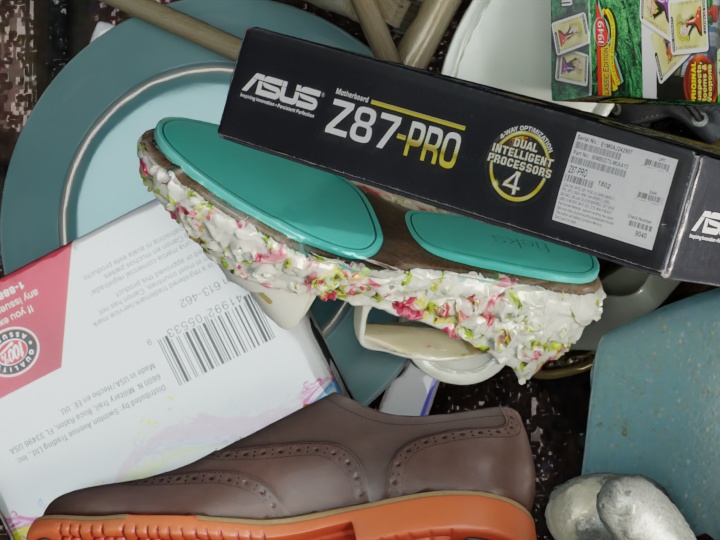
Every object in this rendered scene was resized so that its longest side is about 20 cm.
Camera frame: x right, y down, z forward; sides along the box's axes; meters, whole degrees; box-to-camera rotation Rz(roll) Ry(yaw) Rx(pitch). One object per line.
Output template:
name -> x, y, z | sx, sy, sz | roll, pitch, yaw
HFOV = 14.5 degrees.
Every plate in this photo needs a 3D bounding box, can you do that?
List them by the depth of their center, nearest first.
plate -> -0.061, -0.020, 1.214 | 0.200, 0.026, 0.200 | 0, 88, 9

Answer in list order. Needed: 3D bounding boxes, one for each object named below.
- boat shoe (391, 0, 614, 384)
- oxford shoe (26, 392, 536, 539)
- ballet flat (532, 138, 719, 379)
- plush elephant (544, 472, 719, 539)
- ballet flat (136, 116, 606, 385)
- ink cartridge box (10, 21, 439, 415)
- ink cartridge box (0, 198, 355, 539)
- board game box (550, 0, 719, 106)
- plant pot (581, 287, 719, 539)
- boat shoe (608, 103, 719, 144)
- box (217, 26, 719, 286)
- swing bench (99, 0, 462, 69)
boat shoe -> 0.059, -0.052, 1.175 | 0.073, 0.062, 0.200 | 17, 93, -5
oxford shoe -> -0.029, 0.090, 1.089 | 0.200, 0.071, 0.073 | -3, 54, 11
ballet flat -> 0.141, -0.007, 1.163 | 0.200, 0.063, 0.069 | -33, 103, 34
plush elephant -> 0.125, 0.128, 0.964 | 0.165, 0.155, 0.200 | -23, 72, 28
ballet flat -> 0.000, 0.000, 1.095 | 0.200, 0.076, 0.064 | 17, 119, -16
ink cartridge box -> -0.054, 0.015, 1.245 | 0.200, 0.043, 0.198 | 20, 91, 10
ink cartridge box -> -0.071, 0.080, 1.157 | 0.146, 0.083, 0.200 | -26, 87, 3
board game box -> 0.110, -0.166, 1.123 | 0.023, 0.105, 0.200 | 0, 92, 40
plant pot -> 0.195, 0.094, 1.124 | 0.200, 0.196, 0.197 | 6, 88, 23
boat shoe -> 0.132, -0.076, 1.206 | 0.200, 0.070, 0.066 | 36, 92, 4
box -> 0.074, -0.035, 1.021 | 0.200, 0.161, 0.049 | 18, 94, 37
swing bench -> -0.026, -0.192, 1.180 | 0.199, 0.130, 0.200 | 26, 68, 30
